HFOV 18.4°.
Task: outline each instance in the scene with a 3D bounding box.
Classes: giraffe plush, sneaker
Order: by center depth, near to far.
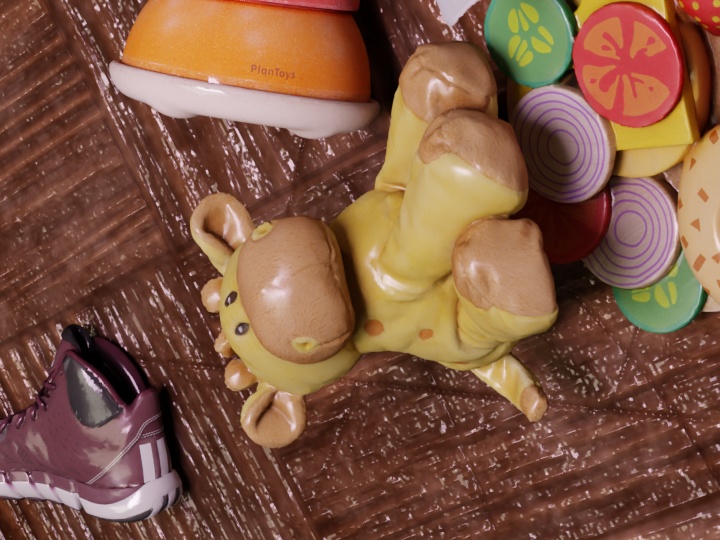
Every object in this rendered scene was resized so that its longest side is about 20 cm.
[{"bbox_3d":[0.000,0.000,1.117,0.201,0.161,0.174,84,172,-53],"label":"giraffe plush"},{"bbox_3d":[-0.202,0.087,1.430,0.198,0.076,0.117,6,108,26],"label":"sneaker"}]

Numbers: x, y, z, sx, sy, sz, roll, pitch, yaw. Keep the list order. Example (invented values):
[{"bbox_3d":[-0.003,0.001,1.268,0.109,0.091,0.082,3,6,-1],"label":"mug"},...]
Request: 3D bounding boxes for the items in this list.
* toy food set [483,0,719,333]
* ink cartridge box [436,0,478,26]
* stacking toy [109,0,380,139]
[{"bbox_3d":[0.148,-0.066,1.087,0.197,0.049,0.202,-4,107,40],"label":"toy food set"},{"bbox_3d":[0.070,-0.237,1.026,0.162,0.050,0.201,-43,57,42],"label":"ink cartridge box"},{"bbox_3d":[-0.048,-0.177,1.170,0.145,0.146,0.202,15,99,33],"label":"stacking toy"}]
